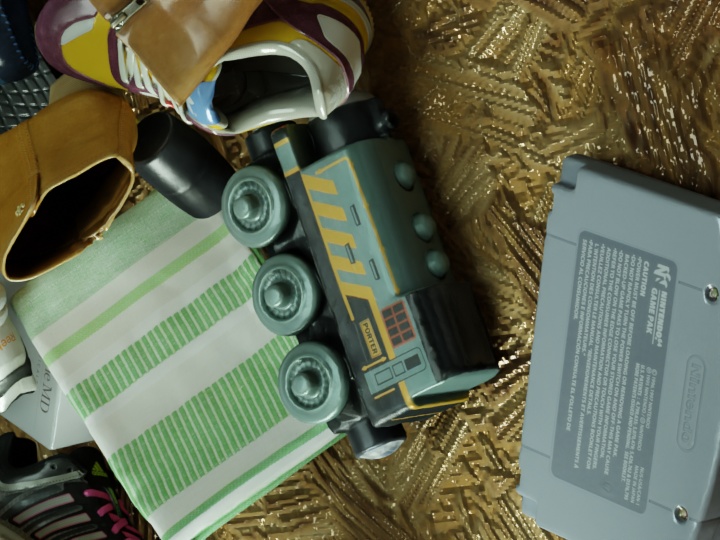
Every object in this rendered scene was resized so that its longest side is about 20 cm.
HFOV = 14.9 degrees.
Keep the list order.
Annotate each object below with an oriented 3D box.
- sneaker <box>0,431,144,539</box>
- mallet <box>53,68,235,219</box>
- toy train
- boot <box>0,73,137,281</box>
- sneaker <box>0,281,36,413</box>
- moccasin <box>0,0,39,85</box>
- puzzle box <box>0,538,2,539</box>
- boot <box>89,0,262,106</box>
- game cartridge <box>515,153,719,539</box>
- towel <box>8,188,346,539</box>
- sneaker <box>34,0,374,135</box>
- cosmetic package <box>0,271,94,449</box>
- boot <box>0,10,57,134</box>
[{"bbox_3d":[-0.171,0.158,1.728,0.199,0.074,0.088,20,86,28],"label":"sneaker"},{"bbox_3d":[-0.135,-0.085,1.660,0.041,0.066,0.200,-50,31,-2],"label":"mallet"},{"bbox_3d":[0.000,0.000,1.522,0.114,0.085,0.201,-26,76,32],"label":"toy train"},{"bbox_3d":[-0.205,-0.028,1.572,0.201,0.071,0.144,-43,24,17],"label":"boot"},{"bbox_3d":[-0.270,0.055,1.710,0.200,0.074,0.080,-1,119,57],"label":"sneaker"},{"bbox_3d":[-0.216,-0.210,1.589,0.068,0.080,0.201,-16,94,4],"label":"moccasin"},{"bbox_3d":[-0.215,0.206,1.722,0.133,0.200,0.025,15,67,44],"label":"puzzle box"},{"bbox_3d":[-0.032,-0.161,1.434,0.188,0.068,0.200,45,97,-7],"label":"boot"},{"bbox_3d":[0.146,0.052,1.409,0.133,0.040,0.201,24,115,45],"label":"game cartridge"},{"bbox_3d":[-0.102,0.049,1.617,0.152,0.023,0.200,-37,66,5],"label":"towel"},{"bbox_3d":[-0.096,-0.119,1.512,0.199,0.090,0.075,0,129,20],"label":"sneaker"},{"bbox_3d":[-0.226,0.024,1.763,0.200,0.071,0.102,29,118,38],"label":"cosmetic package"},{"bbox_3d":[-0.223,-0.128,1.721,0.132,0.069,0.201,-126,25,-69],"label":"boot"}]
